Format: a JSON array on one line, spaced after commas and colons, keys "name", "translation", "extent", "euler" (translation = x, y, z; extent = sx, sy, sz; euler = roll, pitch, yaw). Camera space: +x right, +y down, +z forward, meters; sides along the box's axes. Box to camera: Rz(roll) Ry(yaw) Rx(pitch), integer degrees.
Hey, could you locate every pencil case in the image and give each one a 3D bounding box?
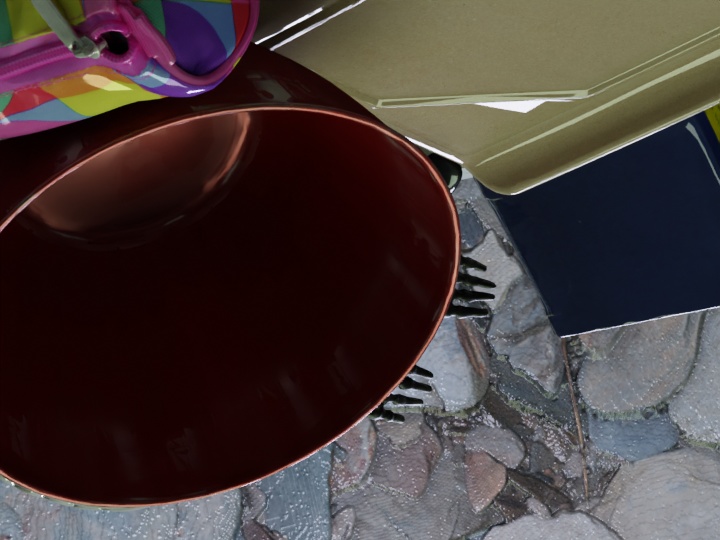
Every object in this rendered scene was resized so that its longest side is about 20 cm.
[{"name": "pencil case", "translation": [-0.131, -0.081, 0.918], "extent": [0.200, 0.089, 0.088], "euler": [-13, 180, 34]}]

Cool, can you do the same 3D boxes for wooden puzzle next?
[{"name": "wooden puzzle", "translation": [0.061, -0.105, 1.054], "extent": [0.185, 0.037, 0.200], "euler": [-25, 146, 33]}]

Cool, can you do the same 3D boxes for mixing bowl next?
[{"name": "mixing bowl", "translation": [-0.074, -0.017, 1.016], "extent": [0.200, 0.108, 0.200], "euler": [-14, 136, -14]}]

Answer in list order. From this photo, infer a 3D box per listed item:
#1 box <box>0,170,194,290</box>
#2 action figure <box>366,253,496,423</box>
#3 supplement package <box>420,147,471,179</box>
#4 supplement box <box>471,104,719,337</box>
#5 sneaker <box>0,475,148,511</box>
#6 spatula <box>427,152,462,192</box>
[{"name": "box", "translation": [-0.141, -0.026, 1.084], "extent": [0.200, 0.159, 0.046], "euler": [-23, -146, -19]}, {"name": "action figure", "translation": [-0.030, 0.017, 1.211], "extent": [0.102, 0.119, 0.200], "euler": [32, 172, -36]}, {"name": "supplement package", "translation": [0.052, -0.107, 1.381], "extent": [0.117, 0.117, 0.200], "euler": [-14, 180, 33]}, {"name": "supplement box", "translation": [0.134, -0.081, 1.251], "extent": [0.109, 0.109, 0.200], "euler": [-12, -143, 25]}, {"name": "sneaker", "translation": [-0.176, 0.057, 1.233], "extent": [0.200, 0.075, 0.081], "euler": [25, -176, -1]}, {"name": "spatula", "translation": [0.000, 0.000, 1.295], "extent": [0.021, 0.056, 0.200], "euler": [-52, 180, -44]}]
